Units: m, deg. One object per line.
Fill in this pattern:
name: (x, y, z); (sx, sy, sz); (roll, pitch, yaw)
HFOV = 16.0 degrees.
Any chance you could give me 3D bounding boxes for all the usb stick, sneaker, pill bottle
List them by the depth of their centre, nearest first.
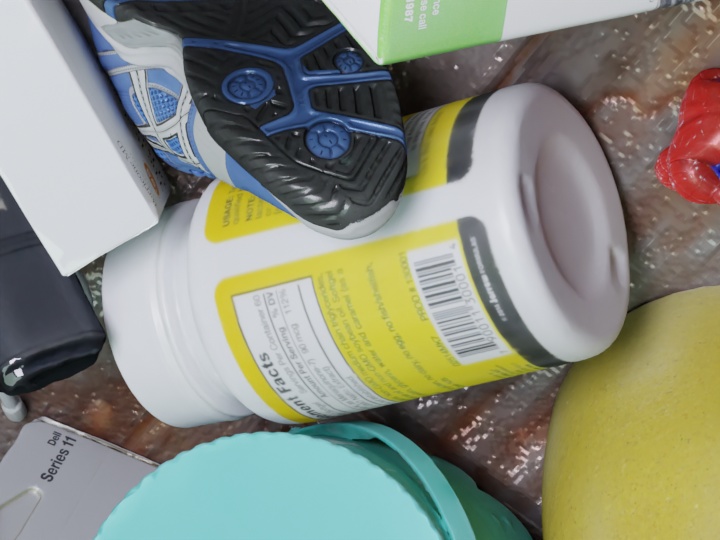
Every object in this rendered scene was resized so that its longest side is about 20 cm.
sneaker: (-0.044, -0.069, 1.027); (0.200, 0.076, 0.077); (46, 154, 40)
pill bottle: (0.000, 0.000, 1.062); (0.200, 0.114, 0.114); (-14, 116, 28)
usb stick: (-0.168, -0.037, 1.078); (0.200, 0.055, 0.033); (62, 161, 21)

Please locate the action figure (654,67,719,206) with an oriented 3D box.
action figure: (0.188, -0.055, 0.973); (0.099, 0.065, 0.200); (27, 156, -19)

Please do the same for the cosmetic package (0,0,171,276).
cosmetic package: (-0.148, -0.101, 1.046); (0.051, 0.083, 0.200); (-29, 100, 7)

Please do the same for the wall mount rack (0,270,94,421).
wall mount rack: (-0.208, -0.002, 1.170); (0.200, 0.075, 0.174); (21, 123, 7)

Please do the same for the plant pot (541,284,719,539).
plant pot: (0.160, 0.127, 1.069); (0.200, 0.142, 0.200); (9, 125, 14)

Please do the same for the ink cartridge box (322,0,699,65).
ink cartridge box: (0.082, -0.166, 0.872); (0.200, 0.084, 0.146); (-13, 130, -23)

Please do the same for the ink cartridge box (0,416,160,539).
ink cartridge box: (-0.161, 0.194, 1.232); (0.083, 0.147, 0.200); (20, 128, 5)

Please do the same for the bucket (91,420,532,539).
bucket: (-0.019, 0.162, 1.093); (0.207, 0.135, 0.207); (-3, 80, 17)
